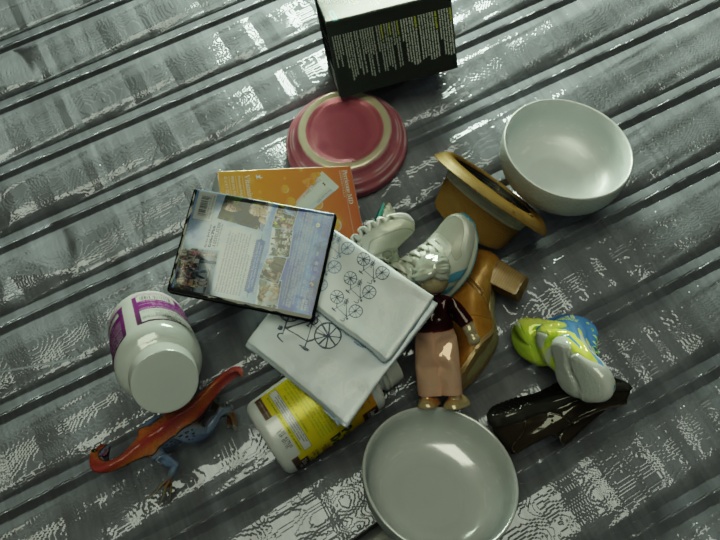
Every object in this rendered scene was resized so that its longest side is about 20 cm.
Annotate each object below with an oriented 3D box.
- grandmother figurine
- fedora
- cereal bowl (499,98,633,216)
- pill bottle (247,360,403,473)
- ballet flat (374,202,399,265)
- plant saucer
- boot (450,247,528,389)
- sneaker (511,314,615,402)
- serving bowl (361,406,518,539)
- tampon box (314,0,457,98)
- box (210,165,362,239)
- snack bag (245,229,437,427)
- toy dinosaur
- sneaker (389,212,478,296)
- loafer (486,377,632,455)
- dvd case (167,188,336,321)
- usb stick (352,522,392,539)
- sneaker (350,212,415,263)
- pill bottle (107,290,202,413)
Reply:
[{"bbox_3d":[0.096,0.077,0.996,0.120,0.061,0.203,-2,94,9],"label":"grandmother figurine"},{"bbox_3d":[0.175,-0.091,1.110,0.200,0.200,0.082,42,108,20],"label":"fedora"},{"bbox_3d":[0.302,-0.159,1.144,0.197,0.084,0.202,2,56,-3],"label":"cereal bowl"},{"bbox_3d":[-0.043,0.169,1.010,0.199,0.110,0.110,-34,67,-11],"label":"pill bottle"},{"bbox_3d":[0.020,0.000,1.115,0.071,0.072,0.202,21,74,13],"label":"ballet flat"},{"bbox_3d":[-0.024,-0.213,1.219,0.198,0.051,0.203,-1,66,3],"label":"plant saucer"},{"bbox_3d":[0.134,0.058,1.082,0.143,0.071,0.202,26,75,27],"label":"boot"},{"bbox_3d":[0.288,0.100,0.999,0.104,0.077,0.200,-16,25,-18],"label":"sneaker"},{"bbox_3d":[0.096,0.274,0.961,0.197,0.066,0.202,5,47,-5],"label":"serving bowl"},{"bbox_3d":[0.040,-0.387,1.227,0.197,0.127,0.151,-14,37,-2],"label":"tampon box"},{"bbox_3d":[-0.107,-0.070,1.093,0.198,0.098,0.126,-6,73,-20],"label":"box"},{"bbox_3d":[-0.032,0.067,0.970,0.188,0.021,0.201,35,82,21],"label":"snack bag"},{"bbox_3d":[-0.263,0.202,0.995,0.180,0.202,0.105,-14,43,-38],"label":"toy dinosaur"},{"bbox_3d":[0.087,0.005,1.047,0.201,0.080,0.076,-56,45,9],"label":"sneaker"},{"bbox_3d":[0.266,0.192,1.010,0.198,0.073,0.072,-15,95,-4],"label":"loafer"},{"bbox_3d":[-0.141,-0.021,0.988,0.197,0.018,0.144,11,78,8],"label":"dvd case"},{"bbox_3d":[-0.014,0.376,0.955,0.199,0.033,0.056,-32,66,-11],"label":"usb stick"},{"bbox_3d":[0.000,0.000,1.036,0.199,0.075,0.081,-38,62,12],"label":"sneaker"},{"bbox_3d":[-0.270,0.107,1.001,0.112,0.113,0.200,-31,25,-10],"label":"pill bottle"}]
